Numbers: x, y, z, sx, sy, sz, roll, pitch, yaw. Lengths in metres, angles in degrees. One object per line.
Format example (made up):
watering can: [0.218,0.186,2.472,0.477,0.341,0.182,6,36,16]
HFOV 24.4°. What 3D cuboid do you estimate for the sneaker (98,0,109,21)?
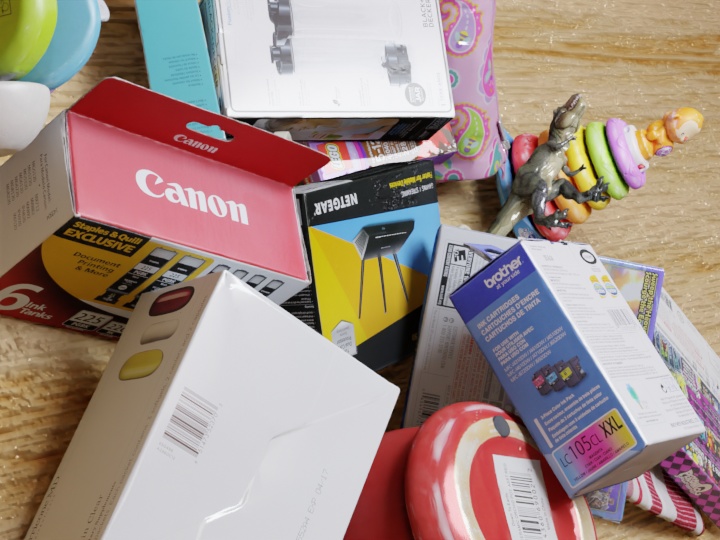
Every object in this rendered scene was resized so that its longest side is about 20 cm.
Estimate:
sneaker: [-0.224,-0.227,1.254,0.115,0.075,0.200,55,42,-3]

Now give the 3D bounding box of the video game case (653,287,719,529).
video game case: [0.305,0.121,1.576,0.200,0.036,0.183,44,35,-42]

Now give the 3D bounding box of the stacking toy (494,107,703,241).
stacking toy: [0.228,-0.103,1.561,0.116,0.199,0.111,41,33,-52]

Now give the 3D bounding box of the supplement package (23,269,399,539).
supplement package: [-0.094,0.130,1.053,0.155,0.111,0.201,35,62,-26]

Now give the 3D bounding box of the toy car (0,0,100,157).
toy car: [-0.252,-0.152,1.068,0.149,0.199,0.177,-2,83,-55]

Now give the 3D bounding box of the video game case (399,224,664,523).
video game case: [0.130,0.080,1.303,0.179,0.045,0.202,11,86,-1]

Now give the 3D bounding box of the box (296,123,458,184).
box: [-0.011,-0.175,1.423,0.136,0.039,0.202,-15,81,-25]

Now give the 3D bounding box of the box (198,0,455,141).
box: [-0.030,-0.169,1.357,0.198,0.060,0.118,-3,76,-23]

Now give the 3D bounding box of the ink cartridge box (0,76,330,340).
ink cartridge box: [-0.138,-0.028,1.117,0.199,0.175,0.085,16,52,-41]

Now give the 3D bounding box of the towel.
towel: [0.259,0.155,1.526,0.200,0.023,0.145,31,43,-50]

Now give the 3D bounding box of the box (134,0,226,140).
box: [-0.139,-0.155,1.270,0.049,0.083,0.201,-10,61,-6]

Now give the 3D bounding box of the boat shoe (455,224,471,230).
boat shoe: [0.109,0.059,1.429,0.071,0.062,0.201,-15,77,-54]

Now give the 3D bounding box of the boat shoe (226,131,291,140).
boat shoe: [-0.095,-0.022,1.277,0.073,0.062,0.201,82,14,-56]

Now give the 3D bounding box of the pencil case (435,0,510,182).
pencil case: [0.087,-0.176,1.487,0.087,0.087,0.202,-42,132,-53]

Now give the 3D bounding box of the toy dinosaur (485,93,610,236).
toy dinosaur: [0.163,-0.070,1.485,0.200,0.088,0.048,-50,139,-21]

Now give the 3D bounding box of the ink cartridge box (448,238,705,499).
ink cartridge box: [0.149,0.053,1.196,0.136,0.076,0.201,2,56,-61]

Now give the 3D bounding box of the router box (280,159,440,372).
router box: [0.000,0.000,1.300,0.200,0.051,0.151,-20,105,-57]

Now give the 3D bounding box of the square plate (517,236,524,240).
square plate: [0.162,0.072,1.427,0.198,0.028,0.202,0,75,-78]

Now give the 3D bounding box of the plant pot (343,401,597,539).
plant pot: [0.050,0.200,1.162,0.199,0.182,0.202,26,46,-31]
